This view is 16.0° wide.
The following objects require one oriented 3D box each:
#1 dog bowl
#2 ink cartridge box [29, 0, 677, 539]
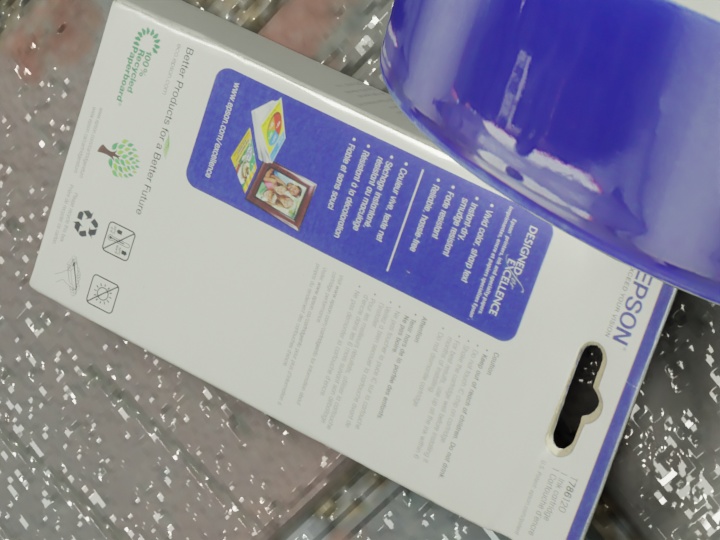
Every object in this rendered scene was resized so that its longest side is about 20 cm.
[{"bbox_3d":[0.108,-0.053,0.602,0.200,0.200,0.079,28,112,22],"label":"dog bowl"},{"bbox_3d":[0.000,0.000,0.759,0.200,0.039,0.100,28,109,23],"label":"ink cartridge box"}]
